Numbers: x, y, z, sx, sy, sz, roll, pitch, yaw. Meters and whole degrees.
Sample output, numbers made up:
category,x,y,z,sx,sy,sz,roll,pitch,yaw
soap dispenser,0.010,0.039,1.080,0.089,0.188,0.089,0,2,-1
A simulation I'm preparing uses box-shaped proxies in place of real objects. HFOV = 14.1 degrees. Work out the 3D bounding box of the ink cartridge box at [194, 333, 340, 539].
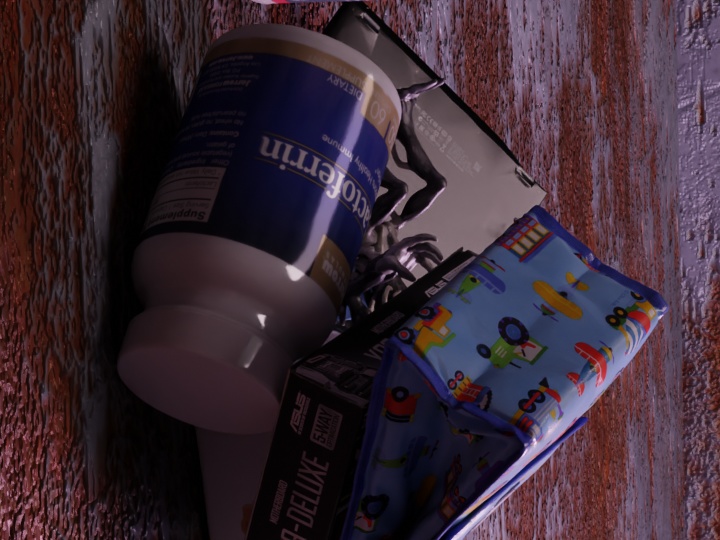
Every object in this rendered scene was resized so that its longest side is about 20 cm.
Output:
category,x,y,z,sx,sy,sz,roll,pitch,yaw
ink cartridge box,-0.033,0.153,1.748,0.145,0.083,0.201,-56,144,-65

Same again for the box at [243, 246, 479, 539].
category,x,y,z,sx,sy,sz,roll,pitch,yaw
box,0.013,0.094,1.599,0.200,0.050,0.158,-34,146,-54

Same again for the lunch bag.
category,x,y,z,sx,sy,sz,roll,pitch,yaw
lunch bag,0.055,0.090,1.534,0.150,0.094,0.200,-41,162,-44

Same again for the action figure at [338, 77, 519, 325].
category,x,y,z,sx,sy,sz,roll,pitch,yaw
action figure,0.036,-0.007,1.709,0.119,0.102,0.201,-16,91,-51

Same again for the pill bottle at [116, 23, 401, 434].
category,x,y,z,sx,sy,sz,roll,pitch,yaw
pill bottle,-0.057,-0.022,1.568,0.116,0.115,0.201,66,37,-58

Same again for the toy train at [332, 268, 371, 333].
category,x,y,z,sx,sy,sz,roll,pitch,yaw
toy train,0.000,0.000,1.901,0.200,0.086,0.115,-46,125,-68

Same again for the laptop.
category,x,y,z,sx,sy,sz,roll,pitch,yaw
laptop,0.015,-0.082,1.889,0.187,0.116,0.200,43,63,-18

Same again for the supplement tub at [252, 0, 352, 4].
category,x,y,z,sx,sy,sz,roll,pitch,yaw
supplement tub,0.021,-0.231,1.738,0.140,0.199,0.141,-1,90,-76
